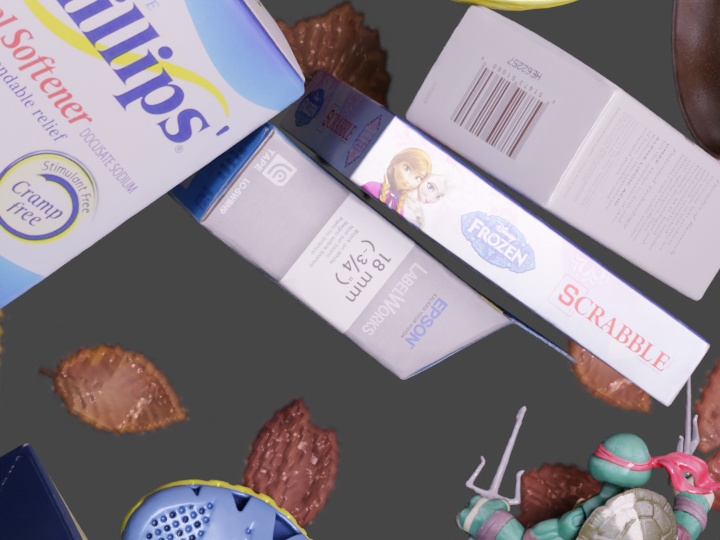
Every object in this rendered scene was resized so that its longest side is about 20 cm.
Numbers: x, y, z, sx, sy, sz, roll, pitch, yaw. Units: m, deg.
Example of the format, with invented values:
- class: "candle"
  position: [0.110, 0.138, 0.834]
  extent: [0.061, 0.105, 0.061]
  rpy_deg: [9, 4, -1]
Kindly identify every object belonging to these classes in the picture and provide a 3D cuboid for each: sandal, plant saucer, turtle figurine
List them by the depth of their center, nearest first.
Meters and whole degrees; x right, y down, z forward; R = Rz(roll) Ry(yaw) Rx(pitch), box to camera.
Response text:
- class: "plant saucer"
  position: [0.217, -0.153, 1.463]
  extent: [0.032, 0.200, 0.201]
  rpy_deg: [8, 98, -19]
- class: "sandal"
  position: [-0.038, 0.179, 1.527]
  extent: [0.200, 0.087, 0.080]
  rpy_deg: [29, 95, -13]
- class: "turtle figurine"
  position: [0.127, 0.154, 1.555]
  extent: [0.149, 0.101, 0.201]
  rpy_deg: [6, 104, -13]

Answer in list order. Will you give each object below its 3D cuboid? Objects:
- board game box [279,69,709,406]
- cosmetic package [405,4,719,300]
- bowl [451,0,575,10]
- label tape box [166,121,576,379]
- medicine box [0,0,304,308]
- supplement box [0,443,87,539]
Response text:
- class: "board game box"
  position: [0.064, -0.021, 1.453]
  extent: [0.200, 0.200, 0.041]
  rpy_deg: [35, 92, -16]
- class: "cosmetic package"
  position: [0.118, -0.058, 1.454]
  extent: [0.074, 0.102, 0.200]
  rpy_deg: [-58, 149, 5]
- class: "bowl"
  position: [0.064, -0.218, 1.455]
  extent: [0.200, 0.108, 0.201]
  rpy_deg: [3, 79, -13]
- class: "label tape box"
  position: [0.000, 0.000, 1.471]
  extent: [0.200, 0.144, 0.063]
  rpy_deg: [38, 91, -15]
- class: "medicine box"
  position: [-0.162, -0.114, 1.382]
  extent: [0.200, 0.103, 0.182]
  rpy_deg: [-35, 126, 6]
- class: "supplement box"
  position: [-0.195, 0.237, 1.444]
  extent: [0.200, 0.134, 0.200]
  rpy_deg: [-29, 128, -5]
